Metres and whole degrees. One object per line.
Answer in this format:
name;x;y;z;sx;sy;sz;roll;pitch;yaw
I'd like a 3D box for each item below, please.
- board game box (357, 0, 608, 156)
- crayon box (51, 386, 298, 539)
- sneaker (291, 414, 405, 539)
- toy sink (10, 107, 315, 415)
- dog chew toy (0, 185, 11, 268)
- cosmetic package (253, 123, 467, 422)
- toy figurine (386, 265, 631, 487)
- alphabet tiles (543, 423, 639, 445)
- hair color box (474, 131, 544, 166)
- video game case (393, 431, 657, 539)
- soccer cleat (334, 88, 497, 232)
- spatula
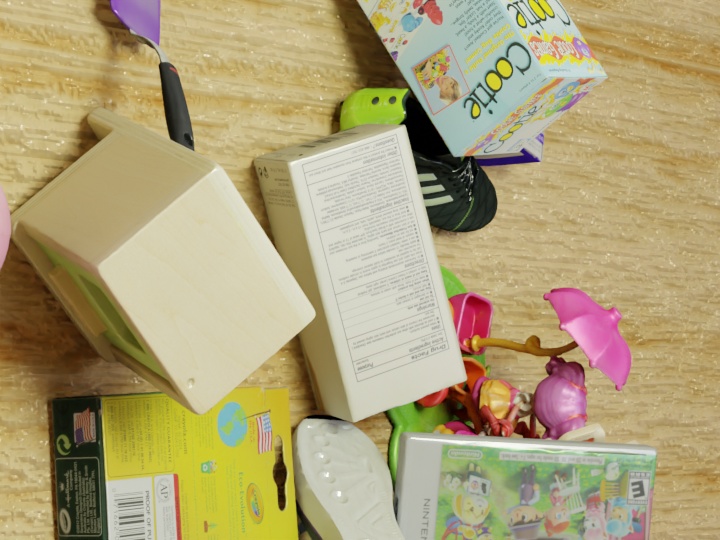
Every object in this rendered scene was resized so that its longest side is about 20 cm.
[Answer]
board game box;0.081;-0.199;1.813;0.103;0.105;0.201;-7;62;-57
crayon box;-0.124;0.146;1.616;0.199;0.051;0.128;1;85;-52
sneaker;-0.025;0.221;1.727;0.080;0.147;0.201;5;38;-27
toy sink;-0.143;-0.008;1.542;0.112;0.200;0.131;-40;121;-14
dog chew toy;-0.271;0.024;1.389;0.124;0.124;0.202;2;91;-52
cosmetic package;0.000;0.000;1.752;0.105;0.071;0.202;-17;101;-23
toy figurine;0.122;0.086;1.837;0.150;0.183;0.202;24;67;-49
alphabet tiles;0.125;0.191;1.836;0.196;0.199;0.015;91;-21;-51
hair color box;0.110;-0.198;1.943;0.109;0.064;0.202;28;62;-60
video game case;0.118;0.216;1.749;0.198;0.022;0.184;4;94;-15
soccer cleat;0.061;-0.084;1.862;0.200;0.081;0.068;34;60;-45
spatula;-0.137;-0.142;1.589;0.056;0.021;0.201;41;18;-42
